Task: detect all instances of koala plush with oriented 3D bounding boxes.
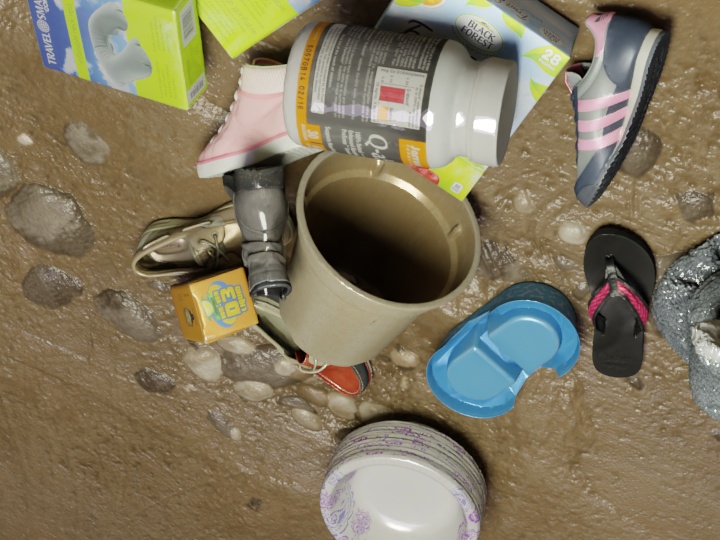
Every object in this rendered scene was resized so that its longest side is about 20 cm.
[{"bbox_3d":[0.371,0.077,1.290,0.181,0.201,0.179,-9,124,24],"label":"koala plush"}]

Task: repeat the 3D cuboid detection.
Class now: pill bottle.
[{"bbox_3d":[0.037,-0.156,1.192,0.197,0.117,0.118,11,129,14],"label":"pill bottle"}]

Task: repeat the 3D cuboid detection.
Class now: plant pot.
[{"bbox_3d":[0.000,0.000,1.378,0.199,0.202,0.184,28,141,-4],"label":"plant pot"}]

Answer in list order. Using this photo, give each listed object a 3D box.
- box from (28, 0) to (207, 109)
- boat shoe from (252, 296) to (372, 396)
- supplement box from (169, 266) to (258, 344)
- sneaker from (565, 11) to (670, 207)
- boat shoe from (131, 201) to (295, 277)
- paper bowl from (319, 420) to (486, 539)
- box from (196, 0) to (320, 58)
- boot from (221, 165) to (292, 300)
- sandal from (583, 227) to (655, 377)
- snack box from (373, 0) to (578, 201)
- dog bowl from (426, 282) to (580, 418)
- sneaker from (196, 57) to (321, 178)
[{"bbox_3d":[-0.253,-0.245,1.312,0.197,0.048,0.123,18,139,18],"label":"box"},{"bbox_3d":[-0.065,0.083,1.531,0.071,0.063,0.200,-31,113,32],"label":"boat shoe"},{"bbox_3d":[-0.163,0.038,1.443,0.068,0.200,0.068,-17,93,-12],"label":"supplement box"},{"bbox_3d":[0.228,-0.156,1.257,0.081,0.070,0.202,29,129,17],"label":"sneaker"},{"bbox_3d":[-0.167,-0.028,1.477,0.197,0.065,0.073,-7,124,23],"label":"boat shoe"},{"bbox_3d":[0.056,0.265,1.602,0.198,0.105,0.203,9,128,12],"label":"paper bowl"},{"bbox_3d":[-0.084,-0.301,1.251,0.199,0.048,0.122,-26,115,33],"label":"box"},{"bbox_3d":[-0.105,-0.035,1.351,0.069,0.200,0.134,-5,92,-2],"label":"boot"},{"bbox_3d":[0.275,0.044,1.398,0.074,0.045,0.202,3,127,17],"label":"sandal"},{"bbox_3d":[0.085,-0.192,1.266,0.167,0.068,0.201,31,128,-5],"label":"snack box"},{"bbox_3d":[0.161,0.086,1.466,0.111,0.050,0.200,40,129,-13],"label":"dog bowl"},{"bbox_3d":[-0.107,-0.159,1.361,0.199,0.075,0.106,-13,88,50],"label":"sneaker"}]
